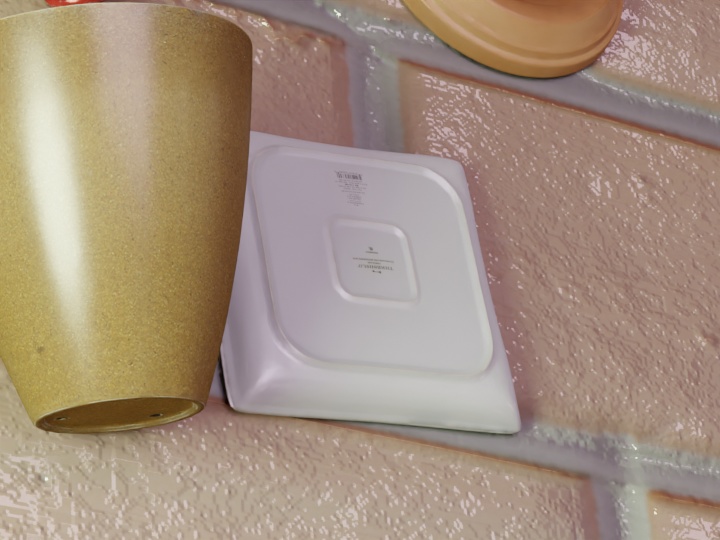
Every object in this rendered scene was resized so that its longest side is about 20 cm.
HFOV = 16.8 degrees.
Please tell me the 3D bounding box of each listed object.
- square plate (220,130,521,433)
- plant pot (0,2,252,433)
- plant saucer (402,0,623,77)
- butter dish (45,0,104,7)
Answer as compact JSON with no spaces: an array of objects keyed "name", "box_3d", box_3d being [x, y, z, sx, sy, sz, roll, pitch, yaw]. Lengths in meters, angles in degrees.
[{"name":"square plate","box_3d":[0.000,0.000,1.473,0.200,0.028,0.198,7,58,-29]},{"name":"plant pot","box_3d":[-0.140,-0.018,1.315,0.186,0.186,0.200,1,75,-32]},{"name":"plant saucer","box_3d":[0.101,-0.225,1.682,0.200,0.037,0.200,16,53,-22]},{"name":"butter dish","box_3d":[-0.179,-0.223,1.441,0.200,0.148,0.199,13,40,29]}]
